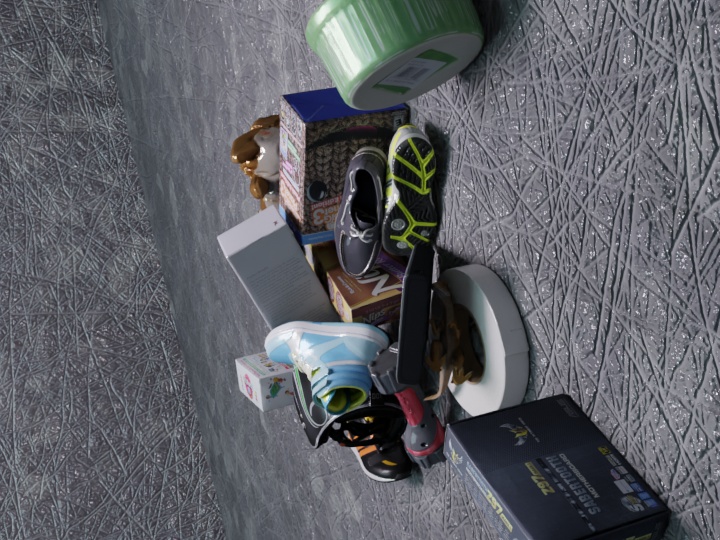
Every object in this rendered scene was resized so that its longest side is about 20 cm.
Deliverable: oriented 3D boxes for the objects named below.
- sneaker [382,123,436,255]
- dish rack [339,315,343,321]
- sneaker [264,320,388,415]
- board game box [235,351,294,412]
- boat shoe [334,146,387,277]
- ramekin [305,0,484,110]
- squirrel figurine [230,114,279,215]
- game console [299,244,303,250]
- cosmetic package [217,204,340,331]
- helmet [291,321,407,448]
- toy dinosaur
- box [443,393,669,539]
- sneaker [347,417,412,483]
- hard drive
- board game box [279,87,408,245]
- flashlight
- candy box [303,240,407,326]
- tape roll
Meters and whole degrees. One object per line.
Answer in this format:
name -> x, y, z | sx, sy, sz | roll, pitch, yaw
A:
sneaker -> 0.069, -0.109, 1.396 | 0.076, 0.075, 0.200 | -94, 10, -52
dish rack -> -0.030, 0.020, 1.737 | 0.200, 0.043, 0.172 | 99, 150, -45
sneaker -> -0.065, 0.143, 1.446 | 0.080, 0.200, 0.131 | 49, -134, -43
board game box -> -0.103, 0.177, 1.784 | 0.148, 0.200, 0.064 | -158, 59, -66
boat shoe -> -0.003, -0.072, 1.422 | 0.063, 0.073, 0.200 | -68, -12, -61
ramekin -> 0.046, -0.270, 1.180 | 0.098, 0.200, 0.200 | 66, 157, 10
squirrel figurine -> -0.156, -0.179, 1.879 | 0.200, 0.141, 0.187 | -107, 6, -55
game console -> -0.089, -0.087, 1.686 | 0.177, 0.031, 0.200 | 82, -163, -69
cosmetic package -> -0.120, 0.014, 1.517 | 0.200, 0.101, 0.071 | 63, 175, -35
helmet -> -0.016, 0.172, 1.584 | 0.200, 0.200, 0.191 | 104, 156, -49
toy dinosaur -> 0.114, 0.113, 1.316 | 0.106, 0.060, 0.200 | -77, -9, -65
box -> 0.202, 0.224, 1.080 | 0.200, 0.157, 0.051 | -127, 32, -50
sneaker -> 0.024, 0.278, 1.693 | 0.200, 0.070, 0.090 | -143, 42, -63
hard drive -> 0.074, 0.052, 1.330 | 0.200, 0.033, 0.140 | -61, -25, -76
board game box -> -0.028, -0.156, 1.472 | 0.097, 0.159, 0.200 | -126, 31, -47
flashlight -> 0.068, 0.196, 1.434 | 0.068, 0.068, 0.200 | -102, -14, -52
candy box -> 0.000, 0.000, 1.536 | 0.200, 0.116, 0.057 | -123, 22, -46
tape roll -> 0.151, 0.092, 1.313 | 0.203, 0.037, 0.203 | 169, 90, -70
